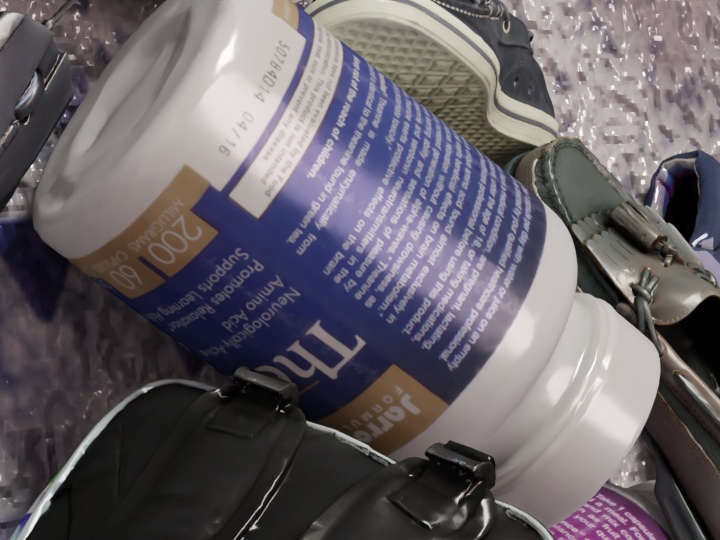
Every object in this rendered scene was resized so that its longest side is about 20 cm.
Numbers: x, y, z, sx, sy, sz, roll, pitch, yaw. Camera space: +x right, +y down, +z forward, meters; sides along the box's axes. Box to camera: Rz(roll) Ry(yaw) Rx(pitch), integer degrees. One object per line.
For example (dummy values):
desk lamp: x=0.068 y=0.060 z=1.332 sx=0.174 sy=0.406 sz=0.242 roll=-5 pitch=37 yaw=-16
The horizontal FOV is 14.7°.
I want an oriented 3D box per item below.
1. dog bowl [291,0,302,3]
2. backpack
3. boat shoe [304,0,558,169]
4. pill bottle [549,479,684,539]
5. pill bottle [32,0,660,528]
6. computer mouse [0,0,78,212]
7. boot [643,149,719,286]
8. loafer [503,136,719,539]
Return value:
dog bowl: x=-0.065 y=-0.185 z=0.966 sx=0.200 sy=0.059 sz=0.201 roll=8 pitch=80 yaw=-48
backpack: x=-0.047 y=0.151 z=0.849 sx=0.200 sy=0.177 sz=0.151 roll=-49 pitch=150 yaw=-39
boat shoe: x=0.022 y=-0.079 z=1.018 sx=0.200 sy=0.074 sz=0.063 roll=23 pitch=56 yaw=-68
pill bottle: x=0.063 y=0.140 z=1.026 sx=0.200 sy=0.112 sz=0.113 roll=-16 pitch=96 yaw=-48
pill bottle: x=0.000 y=0.000 z=0.922 sx=0.200 sy=0.111 sz=0.111 roll=37 pitch=57 yaw=-19
computer mouse: x=-0.089 y=-0.076 z=0.883 sx=0.200 sy=0.034 sz=0.059 roll=-48 pitch=135 yaw=-11
boot: x=0.144 y=0.052 z=1.173 sx=0.090 sy=0.073 sz=0.201 roll=33 pitch=53 yaw=-33
loafer: x=0.124 y=0.032 z=1.026 sx=0.072 sy=0.063 sz=0.200 roll=-19 pitch=77 yaw=-47
